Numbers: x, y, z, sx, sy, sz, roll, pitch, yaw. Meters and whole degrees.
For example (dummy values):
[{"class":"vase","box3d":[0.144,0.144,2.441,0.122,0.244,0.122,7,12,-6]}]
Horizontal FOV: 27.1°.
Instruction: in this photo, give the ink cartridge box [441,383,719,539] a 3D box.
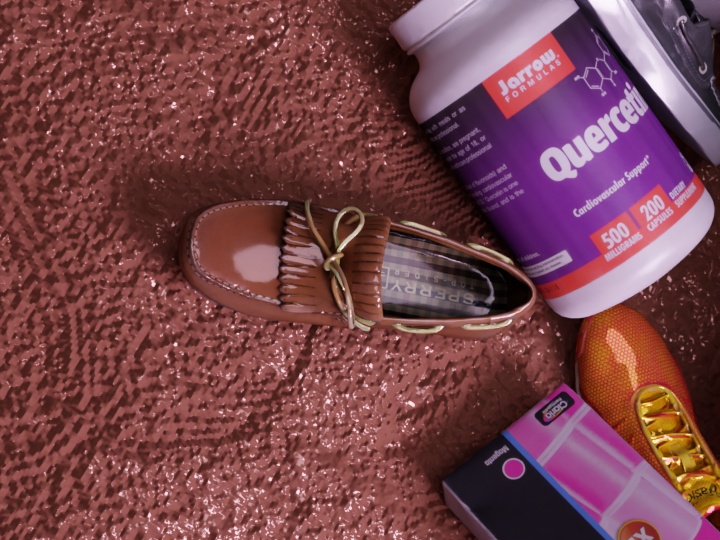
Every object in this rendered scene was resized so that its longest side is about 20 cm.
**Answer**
[{"class":"ink cartridge box","box3d":[0.143,0.159,0.810,0.095,0.037,0.200,-36,61,-15]}]

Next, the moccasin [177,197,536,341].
[{"class":"moccasin","box3d":[0.000,0.002,0.819,0.200,0.078,0.074,16,76,-17]}]

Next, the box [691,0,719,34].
[{"class":"box","box3d":[0.171,-0.241,0.881,0.199,0.152,0.107,27,74,-15]}]

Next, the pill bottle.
[{"class":"pill bottle","box3d":[0.105,-0.080,0.852,0.112,0.112,0.200,-39,96,-21]}]

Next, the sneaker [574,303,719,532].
[{"class":"sneaker","box3d":[0.185,0.110,0.872,0.073,0.077,0.201,-21,88,-20]}]

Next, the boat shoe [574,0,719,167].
[{"class":"boat shoe","box3d":[0.178,-0.136,0.874,0.057,0.069,0.200,-42,129,5]}]
